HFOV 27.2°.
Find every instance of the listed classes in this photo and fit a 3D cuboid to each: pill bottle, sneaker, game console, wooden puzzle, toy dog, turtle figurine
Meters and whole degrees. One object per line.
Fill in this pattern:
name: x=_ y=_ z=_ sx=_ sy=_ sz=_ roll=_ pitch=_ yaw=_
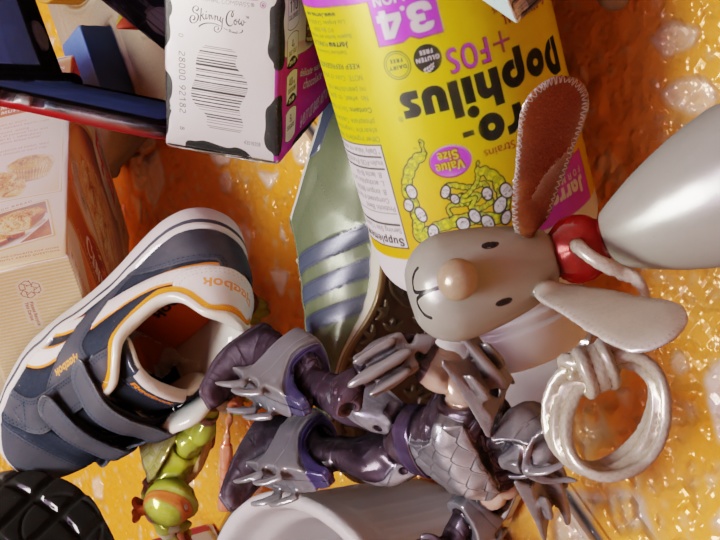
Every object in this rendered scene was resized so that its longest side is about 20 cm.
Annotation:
pill bottle: x=0.045 y=-0.060 z=0.651 sx=0.104 sy=0.104 sz=0.202 roll=8 pitch=121 yaw=50
sneaker: x=-0.144 y=0.187 z=0.811 sx=0.199 sy=0.075 sz=0.080 roll=33 pitch=140 yaw=19
sneaker: x=0.000 y=0.000 z=0.772 sx=0.090 sy=0.066 sz=0.203 roll=33 pitch=122 yaw=53
game console: x=-0.157 y=-0.136 z=0.785 sx=0.117 sy=0.200 sz=0.175 roll=-19 pitch=94 yaw=8
wooden puzzle: x=-0.163 y=-0.185 z=0.972 sx=0.200 sy=0.046 sz=0.187 roll=-41 pitch=66 yaw=48
toy dog: x=0.115 y=-0.021 z=0.550 sx=0.200 sy=0.096 sz=0.132 roll=-41 pitch=80 yaw=3
turtle figurine: x=-0.105 y=0.095 z=0.880 sx=0.201 sy=0.064 sz=0.163 roll=116 pitch=168 yaw=-47
sneaker: x=-0.131 y=0.059 z=0.800 sx=0.200 sy=0.078 sz=0.080 roll=-48 pitch=36 yaw=24

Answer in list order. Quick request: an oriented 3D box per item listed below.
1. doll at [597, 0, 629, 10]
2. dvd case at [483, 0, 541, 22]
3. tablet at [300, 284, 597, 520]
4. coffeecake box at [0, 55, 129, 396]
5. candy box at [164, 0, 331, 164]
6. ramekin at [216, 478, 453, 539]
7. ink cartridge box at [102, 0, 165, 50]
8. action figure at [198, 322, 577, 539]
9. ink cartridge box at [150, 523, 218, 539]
doll: x=0.077 y=-0.170 z=0.668 sx=0.137 sy=0.048 sz=0.200 roll=59 pitch=139 yaw=14
dvd case: x=0.083 y=-0.198 z=0.572 sx=0.146 sy=0.200 sz=0.022 roll=42 pitch=172 yaw=38
tablet: x=0.037 y=0.020 z=0.784 sx=0.200 sy=0.014 sz=0.131 roll=47 pitch=131 yaw=35
coffeecake box: x=-0.191 y=-0.009 z=0.914 sx=0.201 sy=0.072 sz=0.155 roll=-102 pitch=1 yaw=-49
candy box: x=-0.040 y=-0.170 z=0.687 sx=0.060 sy=0.137 sz=0.203 roll=9 pitch=119 yaw=14
ramekin: x=0.009 y=0.207 z=0.787 sx=0.199 sy=0.097 sz=0.204 roll=15 pitch=109 yaw=50
ink cartridge box: x=-0.111 y=-0.174 z=0.808 sx=0.099 sy=0.199 sz=0.040 roll=-19 pitch=39 yaw=52
action figure: x=0.015 y=0.077 z=0.673 sx=0.198 sy=0.069 sz=0.131 roll=2 pitch=123 yaw=43
ink cartridge box: x=-0.166 y=0.278 z=0.986 sx=0.084 sy=0.144 sz=0.201 roll=49 pitch=132 yaw=31
